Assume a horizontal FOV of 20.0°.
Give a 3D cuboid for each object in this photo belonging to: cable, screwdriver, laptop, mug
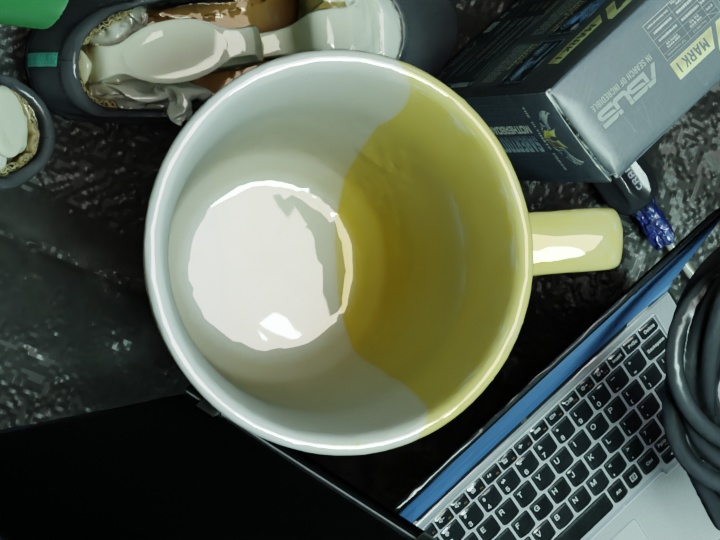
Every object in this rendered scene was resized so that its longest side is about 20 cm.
[{"bbox_3d":[0.201,0.040,0.828,0.162,0.051,0.201,-25,134,6],"label":"cable"},{"bbox_3d":[0.152,0.001,0.957,0.201,0.028,0.029,56,47,-10],"label":"screwdriver"},{"bbox_3d":[0.105,0.096,0.877,0.187,0.116,0.201,-41,115,-12],"label":"laptop"},{"bbox_3d":[-0.043,0.130,0.778,0.116,0.187,0.201,-42,128,-17],"label":"laptop"},{"bbox_3d":[-0.008,0.005,0.830,0.186,0.153,0.150,29,81,-11],"label":"mug"}]

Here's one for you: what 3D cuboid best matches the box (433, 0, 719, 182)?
[{"bbox_3d":[0.129,-0.119,0.877,0.200,0.158,0.051,-43,105,-13],"label":"box"}]

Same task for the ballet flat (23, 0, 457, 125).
[{"bbox_3d":[-0.042,-0.094,0.866,0.198,0.073,0.074,-7,95,-19],"label":"ballet flat"}]

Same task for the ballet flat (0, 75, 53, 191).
[{"bbox_3d":[-0.177,-0.061,0.753,0.072,0.200,0.074,-3,83,22],"label":"ballet flat"}]

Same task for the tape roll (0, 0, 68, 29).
[{"bbox_3d":[-0.129,-0.194,0.760,0.048,0.200,0.202,6,91,-19],"label":"tape roll"}]
